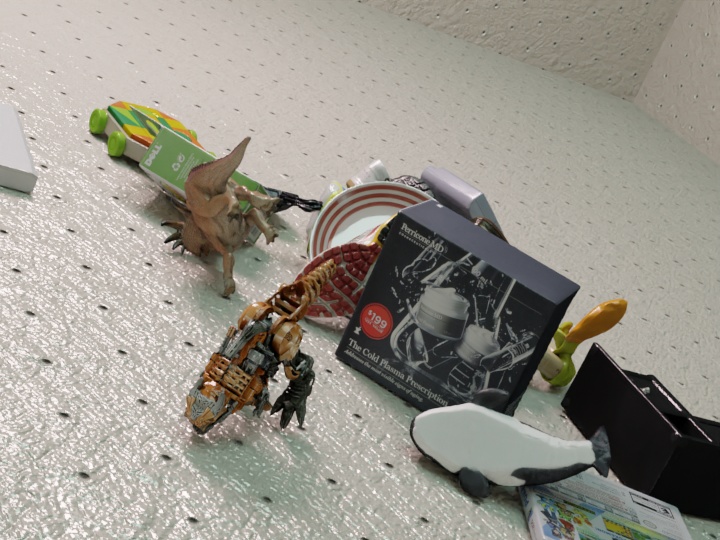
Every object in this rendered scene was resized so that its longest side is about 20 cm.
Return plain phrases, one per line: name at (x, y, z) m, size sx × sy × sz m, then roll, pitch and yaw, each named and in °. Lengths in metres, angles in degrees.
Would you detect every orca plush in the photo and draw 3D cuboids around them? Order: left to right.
orca plush at (0.148, 0.174, 1.333) m, size 0.197 × 0.107 × 0.071 m, roll -7°, pitch -16°, yaw -3°

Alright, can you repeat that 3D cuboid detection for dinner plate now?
dinner plate at (0.034, -0.016, 1.620) m, size 0.197 × 0.024 × 0.203 m, roll 4°, pitch 62°, yaw -8°

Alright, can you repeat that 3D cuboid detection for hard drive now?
hard drive at (-0.451, -0.158, 1.537) m, size 0.130 × 0.027 × 0.200 m, roll 15°, pitch 22°, yaw -28°

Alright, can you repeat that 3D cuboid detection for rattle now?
rattle at (0.223, 0.041, 1.684) m, size 0.129 × 0.144 × 0.200 m, roll 16°, pitch 22°, yaw -26°

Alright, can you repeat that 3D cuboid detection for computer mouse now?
computer mouse at (-0.097, -0.084, 1.701) m, size 0.058 × 0.035 × 0.200 m, roll 13°, pitch 2°, yaw -22°

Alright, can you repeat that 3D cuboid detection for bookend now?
bookend at (0.372, 0.192, 1.550) m, size 0.198 × 0.093 × 0.199 m, roll 16°, pitch 21°, yaw -28°

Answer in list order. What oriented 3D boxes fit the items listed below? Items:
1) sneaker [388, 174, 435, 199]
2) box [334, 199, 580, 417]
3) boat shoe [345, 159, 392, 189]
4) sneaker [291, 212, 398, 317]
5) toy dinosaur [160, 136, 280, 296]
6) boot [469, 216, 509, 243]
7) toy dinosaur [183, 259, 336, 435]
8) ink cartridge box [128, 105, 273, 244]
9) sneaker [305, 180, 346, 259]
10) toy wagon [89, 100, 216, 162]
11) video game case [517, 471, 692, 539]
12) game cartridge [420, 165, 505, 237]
sneaker at (0.076, -0.026, 1.698) m, size 0.091 × 0.075 × 0.202 m, roll 80°, pitch -6°, yaw -67°
box at (0.103, 0.054, 1.437) m, size 0.198 × 0.184 × 0.104 m, roll 30°, pitch 19°, yaw 16°
boat shoe at (0.064, -0.068, 1.780) m, size 0.200 × 0.069 × 0.071 m, roll 47°, pitch 2°, yaw -34°
sneaker at (0.000, 0.000, 1.550) m, size 0.198 × 0.082 × 0.079 m, roll -28°, pitch 91°, yaw -25°
toy dinosaur at (-0.165, -0.069, 1.479) m, size 0.135 × 0.202 × 0.085 m, roll 34°, pitch 51°, yaw 30°
boot at (0.146, 0.040, 1.564) m, size 0.074 × 0.203 × 0.096 m, roll -16°, pitch 0°, yaw 39°
toy dinosaur at (-0.082, 0.074, 1.211) m, size 0.199 × 0.136 × 0.102 m, roll -31°, pitch 64°, yaw -17°
ink cartridge box at (-0.206, -0.115, 1.623) m, size 0.199 × 0.060 × 0.104 m, roll 31°, pitch -7°, yaw 13°
sneaker at (-0.015, -0.046, 1.728) m, size 0.104 × 0.076 × 0.201 m, roll 26°, pitch 26°, yaw -9°
toy wagon at (-0.264, -0.162, 1.760) m, size 0.154 × 0.040 × 0.200 m, roll 9°, pitch 25°, yaw -38°
video game case at (0.252, 0.260, 1.335) m, size 0.198 × 0.022 × 0.183 m, roll 23°, pitch 19°, yaw -10°
game cartridge at (0.152, -0.037, 1.768) m, size 0.133 × 0.041 × 0.201 m, roll 33°, pitch -25°, yaw 48°
